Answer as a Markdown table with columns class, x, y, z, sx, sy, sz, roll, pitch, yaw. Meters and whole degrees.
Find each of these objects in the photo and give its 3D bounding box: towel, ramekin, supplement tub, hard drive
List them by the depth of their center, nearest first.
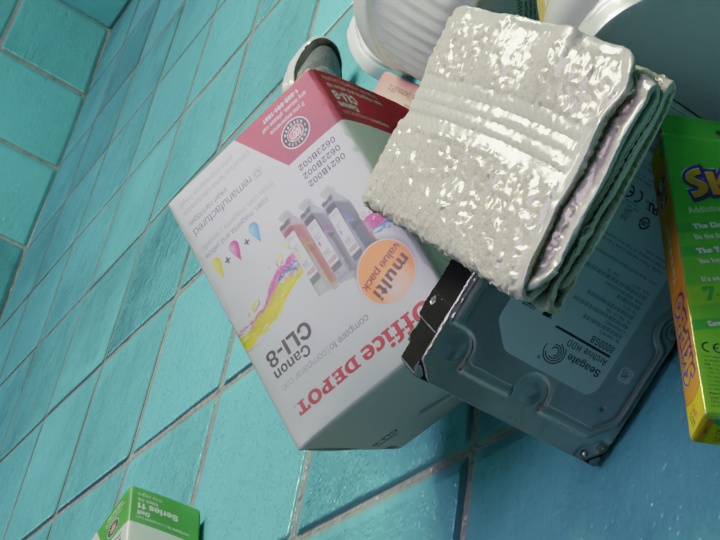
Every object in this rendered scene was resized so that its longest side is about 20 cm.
| class | x | y | z | sx | sy | sz | roll | pitch | yaw |
| --- | --- | --- | --- | --- | --- | --- | --- | --- | --- |
| towel | 0.072 | -0.067 | 0.666 | 0.134 | 0.034 | 0.200 | -62 | 31 | 3 |
| hard drive | 0.128 | -0.004 | 0.705 | 0.201 | 0.139 | 0.038 | -58 | 22 | 8 |
| supplement tub | 0.180 | -0.172 | 0.773 | 0.145 | 0.144 | 0.201 | -46 | 27 | 35 |
| ramekin | 0.101 | -0.219 | 0.942 | 0.105 | 0.199 | 0.201 | 41 | 106 | 33 |

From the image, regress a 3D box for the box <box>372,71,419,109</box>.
| class | x | y | z | sx | sy | sz | roll | pitch | yaw |
| --- | --- | --- | --- | --- | --- | --- | --- | --- | --- |
| box | 0.031 | -0.040 | 1.005 | 0.202 | 0.108 | 0.128 | -60 | 22 | 5 |

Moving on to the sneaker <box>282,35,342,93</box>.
| class | x | y | z | sx | sy | sz | roll | pitch | yaw |
| --- | --- | --- | --- | --- | --- | --- | --- | --- | --- |
| sneaker | -0.034 | -0.180 | 1.364 | 0.113 | 0.075 | 0.202 | -28 | 46 | 54 |

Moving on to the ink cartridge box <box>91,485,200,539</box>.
| class | x | y | z | sx | sy | sz | roll | pitch | yaw |
| --- | --- | --- | --- | --- | --- | --- | --- | --- | --- |
| ink cartridge box | -0.220 | 0.330 | 1.180 | 0.147 | 0.082 | 0.201 | -52 | 25 | 26 |

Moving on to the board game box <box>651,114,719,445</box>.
| class | x | y | z | sx | sy | sz | roll | pitch | yaw |
| --- | --- | --- | --- | --- | --- | --- | --- | --- | --- |
| board game box | 0.196 | 0.001 | 0.608 | 0.030 | 0.094 | 0.202 | 101 | 175 | -49 |

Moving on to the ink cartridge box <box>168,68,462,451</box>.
| class | x | y | z | sx | sy | sz | roll | pitch | yaw |
| --- | --- | --- | --- | --- | --- | --- | --- | --- | --- |
| ink cartridge box | 0.000 | 0.000 | 0.841 | 0.145 | 0.144 | 0.201 | -40 | 67 | 20 |

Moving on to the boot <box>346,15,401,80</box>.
| class | x | y | z | sx | sy | sz | roll | pitch | yaw |
| --- | --- | --- | --- | --- | --- | --- | --- | --- | --- |
| boot | 0.041 | -0.288 | 1.306 | 0.096 | 0.073 | 0.202 | -52 | 22 | 41 |
